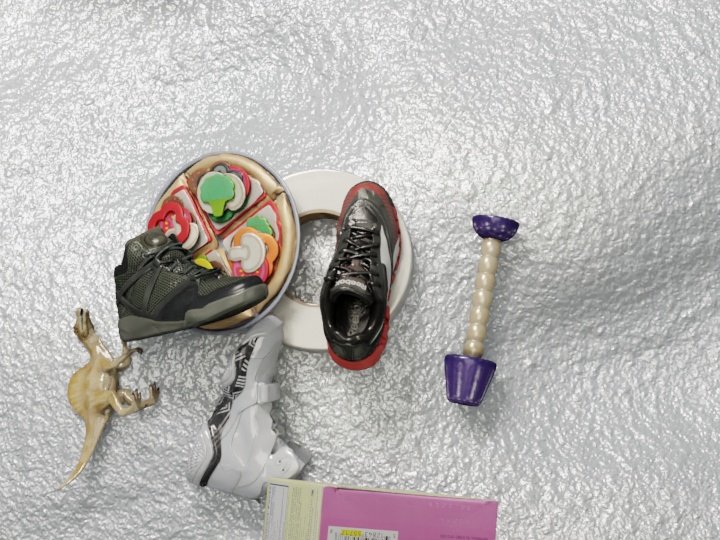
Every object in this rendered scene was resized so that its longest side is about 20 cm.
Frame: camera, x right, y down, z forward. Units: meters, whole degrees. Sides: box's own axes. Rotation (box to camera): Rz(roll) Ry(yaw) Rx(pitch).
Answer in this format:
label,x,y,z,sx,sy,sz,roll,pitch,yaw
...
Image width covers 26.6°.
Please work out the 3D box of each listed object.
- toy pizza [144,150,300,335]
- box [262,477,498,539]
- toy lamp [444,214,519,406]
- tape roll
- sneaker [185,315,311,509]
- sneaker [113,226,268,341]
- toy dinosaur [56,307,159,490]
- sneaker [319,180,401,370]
label,x,y,z,sx,sy,sz,roll,pitch,yaw
toy pizza,-0.155,-0.031,1.632,0.200,0.032,0.200,-4,82,28
box,0.013,0.260,1.485,0.176,0.200,0.097,8,83,-18
toy lamp,0.125,0.043,1.610,0.058,0.058,0.200,8,79,8
tape roll,-0.043,-0.011,1.648,0.203,0.037,0.203,-1,81,6
sneaker,-0.097,0.154,1.601,0.115,0.075,0.200,25,97,8
sneaker,-0.185,0.007,1.579,0.199,0.076,0.114,-10,93,41
toy dinosaur,-0.275,0.139,1.650,0.101,0.058,0.200,-7,71,20
sneaker,0.000,0.000,1.573,0.071,0.098,0.201,5,80,8
